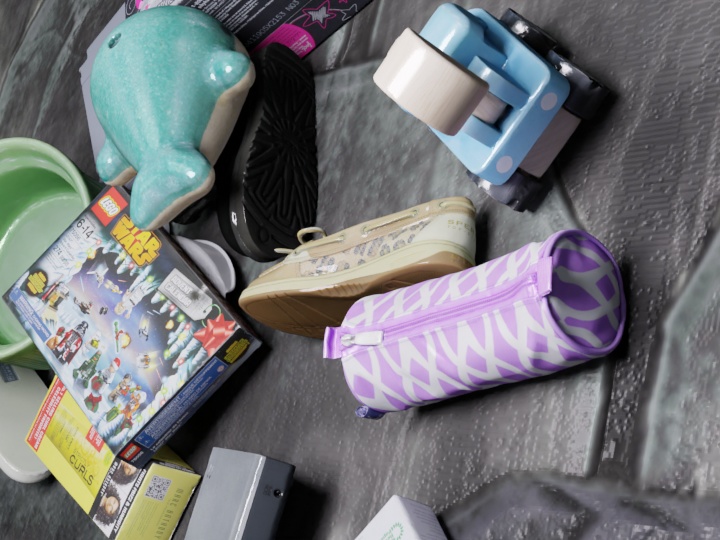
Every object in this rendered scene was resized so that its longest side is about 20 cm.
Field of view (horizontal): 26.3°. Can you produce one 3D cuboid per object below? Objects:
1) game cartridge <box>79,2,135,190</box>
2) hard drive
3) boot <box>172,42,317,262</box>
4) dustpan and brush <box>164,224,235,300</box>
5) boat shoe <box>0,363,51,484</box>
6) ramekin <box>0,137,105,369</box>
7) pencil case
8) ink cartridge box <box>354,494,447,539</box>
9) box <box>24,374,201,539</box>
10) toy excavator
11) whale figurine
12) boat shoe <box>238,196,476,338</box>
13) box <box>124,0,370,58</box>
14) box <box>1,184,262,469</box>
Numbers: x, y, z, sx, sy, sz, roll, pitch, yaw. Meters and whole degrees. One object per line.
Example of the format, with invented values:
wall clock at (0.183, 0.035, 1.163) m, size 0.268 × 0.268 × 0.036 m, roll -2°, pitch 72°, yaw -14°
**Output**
game cartridge at (-0.208, -0.175, 1.455) m, size 0.133 × 0.040 × 0.201 m, roll -47°, pitch 41°, yaw 29°
hard drive at (-0.104, 0.226, 1.075) m, size 0.139 × 0.033 × 0.202 m, roll 167°, pitch 120°, yaw -71°
boot at (-0.114, -0.071, 1.241) m, size 0.157 × 0.079 × 0.212 m, roll -26°, pitch 41°, yaw 32°
dustpan and brush at (-0.167, 0.003, 1.302) m, size 0.139 × 0.057 × 0.201 m, roll -43°, pitch 49°, yaw 19°
boat shoe at (-0.324, 0.130, 1.414) m, size 0.201 × 0.070 × 0.072 m, roll 57°, pitch 142°, yaw 40°
ramekin at (-0.293, -0.008, 1.369) m, size 0.198 × 0.098 × 0.202 m, roll -8°, pitch 71°, yaw 25°
pencil case at (0.069, 0.033, 0.959) m, size 0.199 × 0.085 × 0.085 m, roll -21°, pitch 54°, yaw 42°
ink cartridge box at (0.008, 0.276, 0.936) m, size 0.200 × 0.040 × 0.201 m, roll -51°, pitch 39°, yaw 22°
box at (-0.206, 0.153, 1.259) m, size 0.200 × 0.050 × 0.076 m, roll 33°, pitch 97°, yaw 53°
toy excavator at (0.061, -0.114, 0.952) m, size 0.100 × 0.199 × 0.195 m, roll -55°, pitch 38°, yaw 15°
whale figurine at (-0.152, -0.122, 1.167) m, size 0.159 × 0.104 × 0.201 m, roll -33°, pitch 35°, yaw 24°
boat shoe at (0.000, 0.000, 1.081) m, size 0.199 × 0.073 × 0.063 m, roll -12°, pitch 55°, yaw 35°
box at (-0.087, -0.253, 1.266) m, size 0.200 × 0.132 × 0.116 m, roll -35°, pitch 48°, yaw 34°
box at (-0.183, 0.038, 1.210) m, size 0.137 × 0.040 × 0.200 m, roll -46°, pitch 55°, yaw 1°
